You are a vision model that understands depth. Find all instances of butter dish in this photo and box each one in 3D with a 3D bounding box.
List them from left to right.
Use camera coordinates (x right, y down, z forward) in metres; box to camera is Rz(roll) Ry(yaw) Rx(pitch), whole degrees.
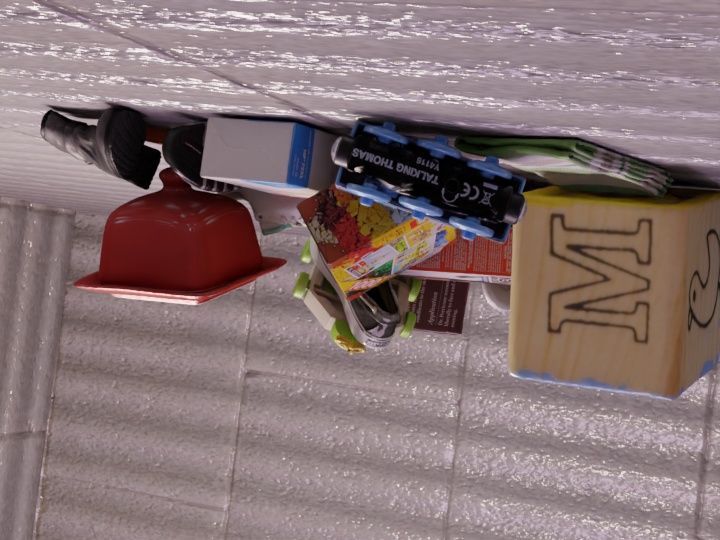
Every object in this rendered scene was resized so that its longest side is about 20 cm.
[{"bbox_3d":[-0.214,-0.049,1.683,0.199,0.149,0.199,5,-165,27],"label":"butter dish"}]

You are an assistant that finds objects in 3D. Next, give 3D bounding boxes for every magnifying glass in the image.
[{"bbox_3d":[-0.200,-0.153,1.771,0.079,0.023,0.199,7,176,39],"label":"magnifying glass"}]

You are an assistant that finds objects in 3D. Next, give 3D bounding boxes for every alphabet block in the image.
[{"bbox_3d":[0.283,0.013,1.560,0.195,0.202,0.195,6,-169,26],"label":"alphabet block"}]

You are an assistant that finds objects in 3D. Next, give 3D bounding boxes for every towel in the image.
[{"bbox_3d":[0.207,-0.104,1.444,0.148,0.031,0.199,5,177,41],"label":"towel"}]

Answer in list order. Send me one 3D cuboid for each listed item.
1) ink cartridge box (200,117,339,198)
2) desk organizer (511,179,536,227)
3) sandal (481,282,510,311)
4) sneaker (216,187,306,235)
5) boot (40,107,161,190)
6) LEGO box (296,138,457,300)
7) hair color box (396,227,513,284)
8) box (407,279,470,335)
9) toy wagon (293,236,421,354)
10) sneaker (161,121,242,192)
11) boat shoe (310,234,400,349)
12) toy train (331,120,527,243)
[{"bbox_3d":[-0.071,-0.118,1.572,0.115,0.068,0.200,7,179,30],"label":"ink cartridge box"},{"bbox_3d":[0.200,-0.075,1.781,0.077,0.072,0.199,3,175,44],"label":"desk organizer"},{"bbox_3d":[0.180,-0.019,1.851,0.050,0.204,0.082,-31,121,36],"label":"sandal"},{"bbox_3d":[-0.084,-0.075,1.733,0.199,0.089,0.075,26,168,19],"label":"sneaker"},{"bbox_3d":[-0.313,-0.151,1.640,0.131,0.070,0.200,22,167,6],"label":"boot"},{"bbox_3d":[0.023,-0.051,1.568,0.148,0.078,0.200,-29,167,0],"label":"LEGO box"},{"bbox_3d":[0.134,-0.019,1.718,0.198,0.065,0.111,5,176,8],"label":"hair color box"},{"bbox_3d":[0.047,-0.025,1.924,0.198,0.167,0.164,8,-163,-5],"label":"box"},{"bbox_3d":[-0.007,0.037,1.754,0.154,0.040,0.201,20,-140,-8],"label":"toy wagon"},{"bbox_3d":[-0.177,-0.129,1.643,0.115,0.076,0.199,10,-179,40],"label":"sneaker"},{"bbox_3d":[0.000,0.000,1.716,0.070,0.064,0.201,-3,-133,-31],"label":"boat shoe"},{"bbox_3d":[0.067,-0.088,1.406,0.198,0.087,0.114,18,-179,1],"label":"toy train"}]
